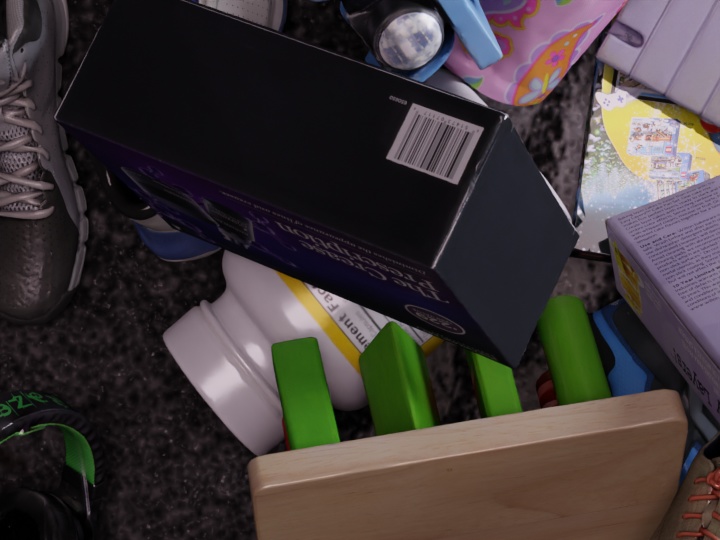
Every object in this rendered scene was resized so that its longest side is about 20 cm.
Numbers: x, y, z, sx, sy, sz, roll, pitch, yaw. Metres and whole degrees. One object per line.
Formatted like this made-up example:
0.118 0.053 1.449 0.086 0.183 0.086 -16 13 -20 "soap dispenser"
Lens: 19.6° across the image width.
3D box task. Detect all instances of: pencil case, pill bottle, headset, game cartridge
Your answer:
0.116 -0.170 1.011 0.088 0.087 0.200 48 122 7 "pencil case"
0.000 0.000 1.061 0.200 0.111 0.111 -39 84 1 "pill bottle"
-0.181 0.160 1.062 0.094 0.123 0.201 32 119 32 "headset"
0.221 -0.163 1.041 0.129 0.038 0.201 30 102 2 "game cartridge"

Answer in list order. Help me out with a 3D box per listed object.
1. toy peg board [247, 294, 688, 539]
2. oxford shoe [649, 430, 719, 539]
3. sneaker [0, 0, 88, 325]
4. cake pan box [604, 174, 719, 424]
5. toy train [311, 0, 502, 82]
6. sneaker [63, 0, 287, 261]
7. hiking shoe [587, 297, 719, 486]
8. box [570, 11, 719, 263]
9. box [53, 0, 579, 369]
0.045 0.107 1.026 0.199 0.200 0.098 -9 51 -4 "toy peg board"
0.154 0.122 0.938 0.070 0.075 0.200 11 42 29 "oxford shoe"
-0.191 -0.074 1.080 0.074 0.115 0.202 -6 85 4 "sneaker"
0.238 0.002 0.965 0.199 0.184 0.053 -22 128 -8 "cake pan box"
0.025 -0.164 0.937 0.114 0.200 0.087 -32 126 11 "toy train"
-0.095 -0.109 1.071 0.080 0.115 0.201 5 85 14 "sneaker"
0.173 0.102 1.071 0.086 0.074 0.201 -19 86 29 "hiking shoe"
0.216 -0.061 1.086 0.199 0.038 0.138 9 86 5 "box"
-0.017 -0.042 0.942 0.199 0.141 0.079 22 81 25 "box"
